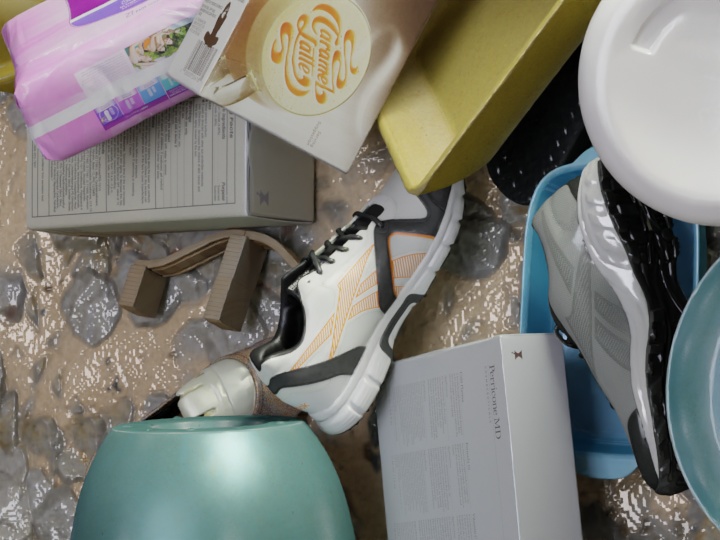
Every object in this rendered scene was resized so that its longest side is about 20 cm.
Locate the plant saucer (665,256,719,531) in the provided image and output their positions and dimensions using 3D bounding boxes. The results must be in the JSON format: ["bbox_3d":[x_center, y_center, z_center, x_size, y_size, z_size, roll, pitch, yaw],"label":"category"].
[{"bbox_3d":[0.257,0.066,1.182,0.199,0.027,0.202,-2,86,34],"label":"plant saucer"}]

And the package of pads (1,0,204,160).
[{"bbox_3d":[-0.139,-0.159,1.473,0.199,0.076,0.121,-27,33,1],"label":"package of pads"}]

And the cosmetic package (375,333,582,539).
[{"bbox_3d":[0.073,0.147,1.354,0.151,0.051,0.202,-18,75,61],"label":"cosmetic package"}]

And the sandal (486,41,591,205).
[{"bbox_3d":[0.146,-0.125,1.364,0.075,0.048,0.201,54,127,24],"label":"sandal"}]

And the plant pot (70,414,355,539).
[{"bbox_3d":[-0.093,0.175,1.401,0.199,0.200,0.162,-2,90,34],"label":"plant pot"}]

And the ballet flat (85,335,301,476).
[{"bbox_3d":[-0.112,0.107,1.507,0.200,0.067,0.068,-39,64,26],"label":"ballet flat"}]

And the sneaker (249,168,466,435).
[{"bbox_3d":[0.000,0.000,1.402,0.201,0.080,0.074,-64,20,-9],"label":"sneaker"}]

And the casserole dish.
[{"bbox_3d":[0.157,0.025,1.345,0.120,0.039,0.202,1,86,35],"label":"casserole dish"}]

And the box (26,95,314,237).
[{"bbox_3d":[-0.132,-0.074,1.527,0.199,0.078,0.096,-1,86,34],"label":"box"}]

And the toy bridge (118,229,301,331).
[{"bbox_3d":[-0.085,0.007,1.511,0.199,0.027,0.068,8,75,40],"label":"toy bridge"}]

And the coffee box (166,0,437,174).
[{"bbox_3d":[-0.019,-0.179,1.381,0.201,0.114,0.080,-61,25,3],"label":"coffee box"}]

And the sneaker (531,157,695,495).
[{"bbox_3d":[0.154,0.036,1.289,0.079,0.074,0.201,-30,65,38],"label":"sneaker"}]

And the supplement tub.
[{"bbox_3d":[0.198,-0.105,1.188,0.144,0.200,0.146,2,97,12],"label":"supplement tub"}]

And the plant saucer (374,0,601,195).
[{"bbox_3d":[0.082,-0.162,1.365,0.200,0.048,0.200,-53,30,21],"label":"plant saucer"}]

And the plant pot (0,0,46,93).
[{"bbox_3d":[-0.283,-0.234,1.577,0.200,0.188,0.202,-2,86,34],"label":"plant pot"}]
